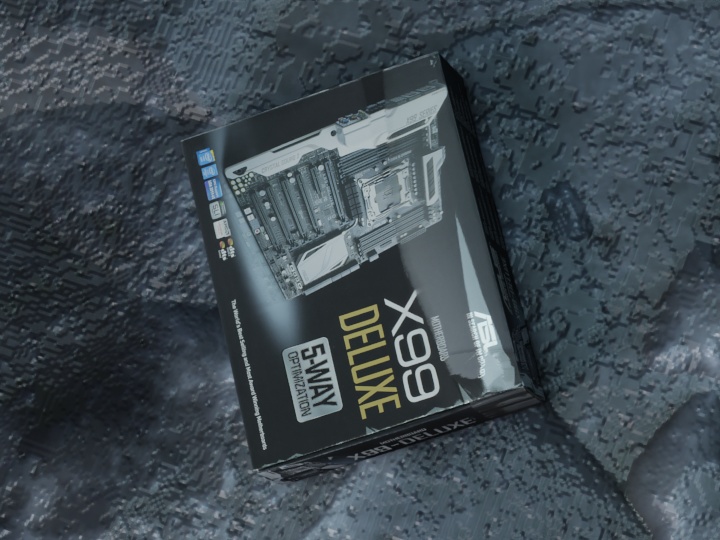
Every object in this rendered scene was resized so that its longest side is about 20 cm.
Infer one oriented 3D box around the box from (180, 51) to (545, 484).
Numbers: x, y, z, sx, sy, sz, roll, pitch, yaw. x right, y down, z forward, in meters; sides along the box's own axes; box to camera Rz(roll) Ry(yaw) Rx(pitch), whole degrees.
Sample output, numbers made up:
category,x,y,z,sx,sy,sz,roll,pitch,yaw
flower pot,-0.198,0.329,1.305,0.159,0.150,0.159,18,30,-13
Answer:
category,x,y,z,sx,sy,sz,roll,pitch,yaw
box,0.000,0.000,1.544,0.157,0.050,0.200,-18,71,14
